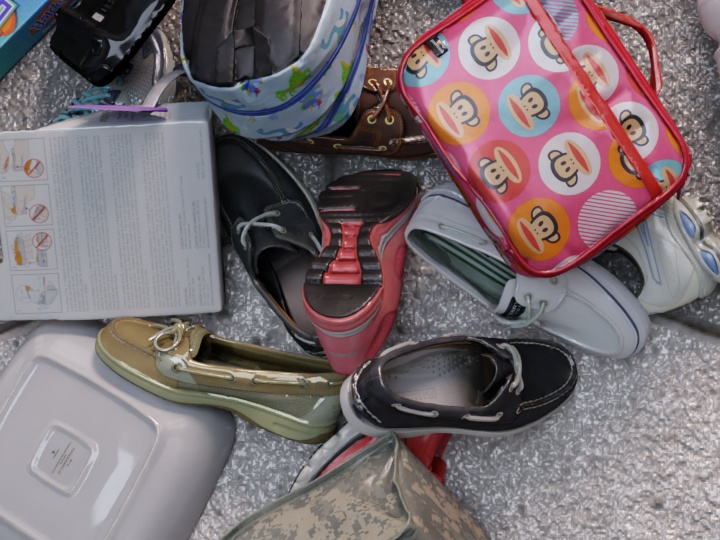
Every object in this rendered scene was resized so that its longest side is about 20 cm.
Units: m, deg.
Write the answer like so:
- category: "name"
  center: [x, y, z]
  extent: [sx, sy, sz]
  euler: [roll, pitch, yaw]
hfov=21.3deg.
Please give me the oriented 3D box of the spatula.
- category: "spatula"
  center: [-0.146, -0.144, 1.471]
  extent: [0.056, 0.200, 0.021]
  euler: [6, 113, 29]

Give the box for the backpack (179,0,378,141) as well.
- category: "backpack"
  center: [-0.058, -0.196, 1.428]
  extent: [0.161, 0.155, 0.201]
  euler: [-4, 47, 17]

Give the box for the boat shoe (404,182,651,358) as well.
- category: "boat shoe"
  center: [0.118, 0.015, 1.423]
  extent: [0.199, 0.067, 0.074]
  euler: [31, 134, 11]

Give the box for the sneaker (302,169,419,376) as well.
- category: "sneaker"
  center: [0.000, 0.000, 1.443]
  extent: [0.073, 0.087, 0.201]
  euler: [3, 39, 14]

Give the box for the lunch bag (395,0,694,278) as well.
- category: "lunch bag"
  center: [0.139, -0.112, 1.359]
  extent: [0.175, 0.082, 0.201]
  euler: [-35, 90, -1]

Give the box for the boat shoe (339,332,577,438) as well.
- category: "boat shoe"
  center: [0.082, 0.078, 1.391]
  extent: [0.198, 0.060, 0.075]
  euler: [-1, 66, -28]

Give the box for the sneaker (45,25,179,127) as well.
- category: "sneaker"
  center: [-0.207, -0.108, 1.512]
  extent: [0.077, 0.086, 0.202]
  euler: [8, 81, 54]

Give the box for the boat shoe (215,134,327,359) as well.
- category: "boat shoe"
  center: [-0.065, -0.025, 1.492]
  extent: [0.071, 0.068, 0.201]
  euler: [-31, 75, 9]

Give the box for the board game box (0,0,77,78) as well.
- category: "board game box"
  center: [-0.291, -0.277, 1.591]
  extent: [0.200, 0.045, 0.152]
  euler: [-45, 75, 5]

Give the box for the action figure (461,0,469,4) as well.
- category: "action figure"
  center: [0.100, -0.127, 1.435]
  extent: [0.065, 0.051, 0.202]
  euler: [-4, 102, 40]

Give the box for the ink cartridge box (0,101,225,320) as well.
- category: "ink cartridge box"
  center: [-0.208, -0.043, 1.478]
  extent: [0.198, 0.047, 0.162]
  euler: [-2, 114, 0]

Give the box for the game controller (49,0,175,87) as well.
- category: "game controller"
  center: [-0.192, -0.199, 1.494]
  extent: [0.104, 0.200, 0.042]
  euler: [-44, 114, -4]

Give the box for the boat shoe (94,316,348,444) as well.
- category: "boat shoe"
  center: [-0.106, 0.070, 1.470]
  extent: [0.199, 0.073, 0.064]
  euler: [21, 114, 8]

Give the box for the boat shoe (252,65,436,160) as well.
- category: "boat shoe"
  center: [0.003, -0.123, 1.487]
  extent: [0.198, 0.070, 0.071]
  euler: [-5, 80, 11]

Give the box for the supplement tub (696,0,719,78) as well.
- category: "supplement tub"
  center: [0.308, -0.247, 1.394]
  extent: [0.139, 0.140, 0.202]
  euler: [-8, 81, 12]

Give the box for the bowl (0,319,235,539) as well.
- category: "bowl"
  center: [-0.222, 0.150, 1.501]
  extent: [0.199, 0.075, 0.201]
  euler: [30, 91, 16]

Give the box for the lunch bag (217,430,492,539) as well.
- category: "lunch bag"
  center: [-0.008, 0.239, 1.382]
  extent: [0.199, 0.164, 0.118]
  euler: [-31, 34, 16]

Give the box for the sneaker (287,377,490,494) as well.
- category: "sneaker"
  center: [0.023, 0.142, 1.443]
  extent: [0.200, 0.077, 0.085]
  euler: [-43, 80, 5]

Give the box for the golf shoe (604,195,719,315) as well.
- category: "golf shoe"
  center: [0.196, -0.061, 1.431]
  extent: [0.097, 0.078, 0.201]
  euler: [-32, 75, 13]
